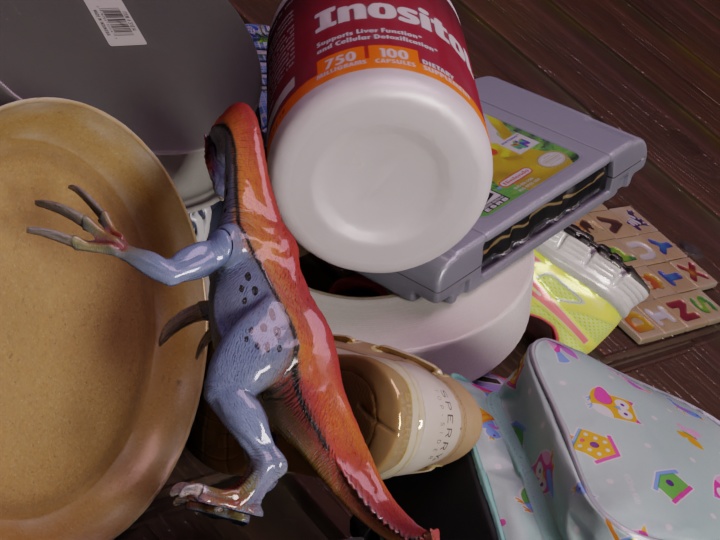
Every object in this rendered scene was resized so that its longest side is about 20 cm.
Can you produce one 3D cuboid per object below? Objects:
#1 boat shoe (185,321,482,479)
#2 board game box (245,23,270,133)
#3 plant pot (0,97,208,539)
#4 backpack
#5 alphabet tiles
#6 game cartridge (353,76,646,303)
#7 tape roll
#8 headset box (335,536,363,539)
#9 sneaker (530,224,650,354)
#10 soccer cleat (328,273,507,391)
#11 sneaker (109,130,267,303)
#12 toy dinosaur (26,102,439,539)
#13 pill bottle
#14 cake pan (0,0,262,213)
[{"bbox_3d":[-0.021,0.066,0.738,0.069,0.074,0.200,8,0,-36],"label":"boat shoe"},{"bbox_3d":[0.006,-0.095,1.098,0.199,0.062,0.200,13,32,-28],"label":"board game box"},{"bbox_3d":[-0.139,0.026,0.682,0.027,0.201,0.200,0,12,33],"label":"plant pot"},{"bbox_3d":[0.119,0.140,0.725,0.200,0.153,0.176,31,21,-28],"label":"backpack"},{"bbox_3d":[0.187,-0.009,1.180,0.200,0.006,0.166,-9,47,-49],"label":"alphabet tiles"},{"bbox_3d":[0.057,-0.054,0.905,0.133,0.041,0.200,24,40,35],"label":"game cartridge"},{"bbox_3d":[0.000,0.000,0.886,0.202,0.037,0.203,1,35,0],"label":"tape roll"},{"bbox_3d":[-0.029,0.191,0.592,0.148,0.077,0.200,0,39,-43],"label":"headset box"},{"bbox_3d":[0.081,-0.010,0.996,0.200,0.091,0.078,34,11,5],"label":"sneaker"},{"bbox_3d":[0.044,0.067,0.880,0.076,0.067,0.200,-3,39,-21],"label":"soccer cleat"},{"bbox_3d":[-0.112,-0.009,0.814,0.199,0.070,0.109,-18,49,-28],"label":"sneaker"},{"bbox_3d":[-0.039,0.017,0.677,0.199,0.182,0.105,11,-14,12],"label":"toy dinosaur"},{"bbox_3d":[0.005,-0.097,0.835,0.112,0.113,0.200,20,31,-17],"label":"pill bottle"},{"bbox_3d":[-0.135,-0.115,0.806,0.199,0.037,0.201,20,43,-20],"label":"cake pan"}]
